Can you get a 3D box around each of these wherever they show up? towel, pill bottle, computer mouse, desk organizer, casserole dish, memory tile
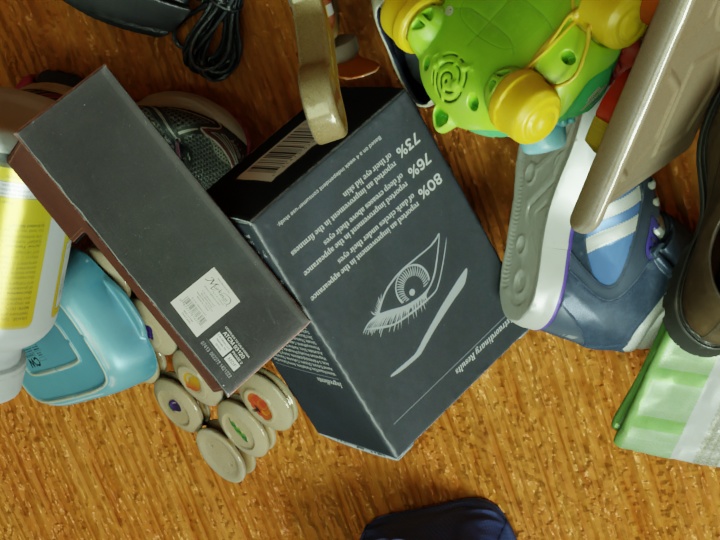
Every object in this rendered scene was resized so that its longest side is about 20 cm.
[{"bbox_3d":[0.282,0.072,1.067,0.198,0.031,0.150,12,120,-13],"label":"towel"},{"bbox_3d":[-0.254,-0.016,1.088,0.111,0.112,0.202,18,109,8],"label":"pill bottle"},{"bbox_3d":[-0.165,-0.216,1.088,0.198,0.053,0.139,24,123,4],"label":"computer mouse"},{"bbox_3d":[-0.128,-0.019,0.991,0.201,0.072,0.077,51,160,-6],"label":"desk organizer"},{"bbox_3d":[-0.228,0.049,1.211,0.199,0.039,0.122,-15,110,55],"label":"casserole dish"},{"bbox_3d":[-0.134,0.059,1.159,0.200,0.017,0.153,47,146,4],"label":"memory tile"}]

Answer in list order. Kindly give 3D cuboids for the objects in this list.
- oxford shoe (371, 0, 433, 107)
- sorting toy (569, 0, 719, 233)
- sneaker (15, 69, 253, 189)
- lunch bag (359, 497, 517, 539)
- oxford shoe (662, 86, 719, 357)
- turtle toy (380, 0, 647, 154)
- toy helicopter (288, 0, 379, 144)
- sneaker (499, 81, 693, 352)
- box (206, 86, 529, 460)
[{"bbox_3d":[0.034,-0.202,1.017,0.070,0.074,0.202,-9,114,22],"label":"oxford shoe"},{"bbox_3d":[0.186,-0.132,0.934,0.036,0.200,0.187,29,123,16],"label":"sorting toy"},{"bbox_3d":[-0.171,-0.085,1.148,0.198,0.075,0.081,10,120,12],"label":"sneaker"},{"bbox_3d":[0.063,0.282,1.235,0.135,0.133,0.201,-17,111,25],"label":"lunch bag"},{"bbox_3d":[0.244,-0.050,0.971,0.072,0.202,0.084,17,160,-7],"label":"oxford shoe"},{"bbox_3d":[0.118,-0.153,0.970,0.200,0.146,0.101,-45,144,0],"label":"turtle toy"},{"bbox_3d":[-0.029,-0.150,1.002,0.078,0.201,0.133,-12,139,6],"label":"toy helicopter"},{"bbox_3d":[0.180,-0.045,1.067,0.145,0.080,0.202,10,95,-23],"label":"sneaker"},{"bbox_3d":[0.000,0.000,1.069,0.104,0.148,0.201,9,134,56],"label":"box"}]
